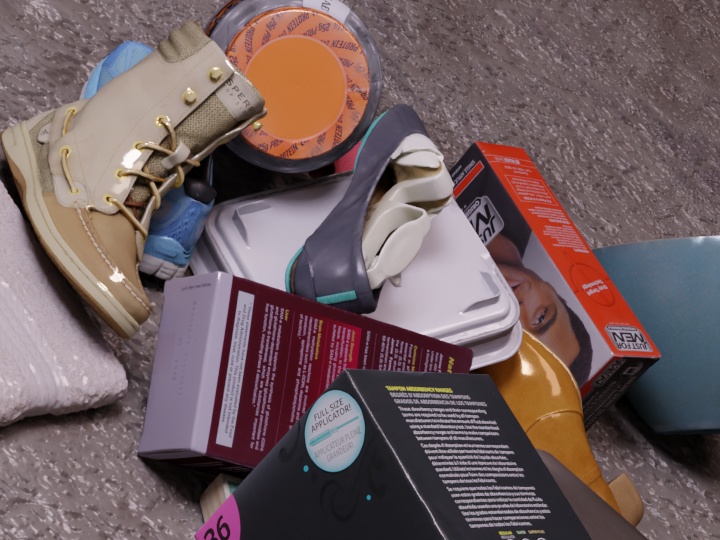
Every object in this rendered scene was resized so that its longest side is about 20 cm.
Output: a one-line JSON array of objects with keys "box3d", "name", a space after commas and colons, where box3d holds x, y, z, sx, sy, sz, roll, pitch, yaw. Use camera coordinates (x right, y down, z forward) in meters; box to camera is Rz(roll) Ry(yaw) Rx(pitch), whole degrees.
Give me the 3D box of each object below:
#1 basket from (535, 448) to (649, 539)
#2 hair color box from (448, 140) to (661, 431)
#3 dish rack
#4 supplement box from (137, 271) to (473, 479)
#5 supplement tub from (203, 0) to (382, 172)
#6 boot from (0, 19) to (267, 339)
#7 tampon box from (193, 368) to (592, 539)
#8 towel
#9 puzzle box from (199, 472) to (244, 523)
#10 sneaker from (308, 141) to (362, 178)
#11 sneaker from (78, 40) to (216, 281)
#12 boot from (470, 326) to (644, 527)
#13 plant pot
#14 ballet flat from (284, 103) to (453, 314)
[{"box3d": [0.125, 0.214, 1.359, 0.200, 0.180, 0.136, 50, -13, 32], "name": "basket"}, {"box3d": [0.117, 0.015, 1.656, 0.061, 0.102, 0.201, 5, 45, -48], "name": "hair color box"}, {"box3d": [0.000, 0.000, 1.518, 0.199, 0.044, 0.172, -14, 57, -29], "name": "dish rack"}, {"box3d": [-0.029, 0.078, 1.387, 0.199, 0.061, 0.110, 19, 73, -35], "name": "supplement box"}, {"box3d": [-0.050, -0.131, 1.564, 0.122, 0.123, 0.200, 36, 3, -9], "name": "supplement tub"}, {"box3d": [-0.122, -0.060, 1.387, 0.073, 0.155, 0.200, 58, 0, -40], "name": "boot"}, {"box3d": [0.033, 0.175, 1.233, 0.126, 0.150, 0.201, 5, 45, -48], "name": "tampon box"}, {"box3d": [-0.225, 0.003, 1.329, 0.132, 0.035, 0.200, -9, 56, -54], "name": "towel"}, {"box3d": [-0.016, 0.211, 1.307, 0.133, 0.025, 0.201, 21, 35, -31], "name": "puzzle box"}, {"box3d": [0.006, -0.016, 1.619, 0.086, 0.074, 0.201, 5, 43, -15], "name": "sneaker"}, {"box3d": [-0.125, -0.085, 1.510, 0.078, 0.090, 0.201, 20, 34, -33], "name": "sneaker"}, {"box3d": [0.102, 0.119, 1.529, 0.201, 0.071, 0.144, 51, 29, 8], "name": "boot"}, {"box3d": [0.263, 0.052, 1.725, 0.199, 0.199, 0.136, 4, 82, -47], "name": "plant pot"}, {"box3d": [0.020, -0.038, 1.473, 0.073, 0.073, 0.200, 38, 45, -6], "name": "ballet flat"}]
